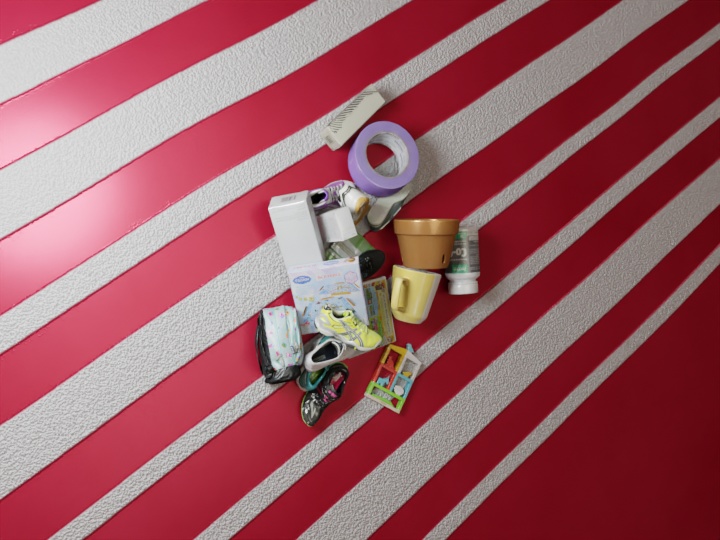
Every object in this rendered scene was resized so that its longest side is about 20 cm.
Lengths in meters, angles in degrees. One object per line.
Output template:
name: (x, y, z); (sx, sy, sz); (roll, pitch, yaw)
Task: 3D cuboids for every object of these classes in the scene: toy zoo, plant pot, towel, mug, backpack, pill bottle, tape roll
toy zoo: (0.107, 0.317, 1.823); (0.130, 0.020, 0.203); (30, 79, -21)
plant pot: (0.196, -0.081, 1.767); (0.196, 0.199, 0.144); (-4, 97, -23)
towel: (-0.047, -0.017, 1.753); (0.149, 0.031, 0.202); (42, 72, -21)
mug: (0.140, 0.072, 1.774); (0.183, 0.149, 0.157); (8, 96, -30)
backpack: (-0.218, 0.199, 1.614); (0.124, 0.167, 0.205); (-5, 77, -18)
pill bottle: (0.317, -0.032, 1.862); (0.111, 0.113, 0.205); (-4, 92, -23)
tape roll: (0.067, -0.324, 1.743); (0.195, 0.085, 0.205); (3, 79, -16)

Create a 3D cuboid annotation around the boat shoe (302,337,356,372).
boat shoe: (-0.066, 0.219, 1.644); (0.198, 0.065, 0.074); (-31, 84, -32)

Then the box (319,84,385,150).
box: (-0.024, -0.443, 1.726); (0.069, 0.082, 0.200); (47, 72, -16)

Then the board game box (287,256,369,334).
board game box: (-0.085, 0.071, 1.639); (0.195, 0.041, 0.204); (-8, 119, 3)

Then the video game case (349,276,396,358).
video game case: (0.016, 0.136, 1.761); (0.179, 0.023, 0.205); (-15, 98, -34)

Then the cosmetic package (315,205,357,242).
cosmetic package: (-0.074, -0.125, 1.642); (0.050, 0.199, 0.084); (-23, 100, -20)

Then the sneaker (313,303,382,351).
sneaker: (-0.026, 0.157, 1.622); (0.196, 0.076, 0.077); (21, 117, -15)

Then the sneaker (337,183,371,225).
sneaker: (-0.021, -0.191, 1.681); (0.087, 0.200, 0.076); (41, 79, 7)

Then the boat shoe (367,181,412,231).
boat shoe: (0.088, -0.198, 1.799); (0.072, 0.062, 0.201); (29, 63, 21)

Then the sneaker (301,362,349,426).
sneaker: (-0.101, 0.350, 1.698); (0.076, 0.083, 0.202); (36, 77, -19)

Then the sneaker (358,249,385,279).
sneaker: (0.000, 0.000, 1.714); (0.198, 0.081, 0.075); (-29, 102, -24)

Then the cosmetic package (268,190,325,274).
cosmetic package: (-0.169, -0.101, 1.616); (0.110, 0.082, 0.204); (-9, 117, 6)

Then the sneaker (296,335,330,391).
sneaker: (-0.103, 0.258, 1.695); (0.077, 0.079, 0.202); (40, 67, -20)

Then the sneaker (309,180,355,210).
sneaker: (-0.086, -0.209, 1.683); (0.197, 0.114, 0.074); (-23, 98, -23)
